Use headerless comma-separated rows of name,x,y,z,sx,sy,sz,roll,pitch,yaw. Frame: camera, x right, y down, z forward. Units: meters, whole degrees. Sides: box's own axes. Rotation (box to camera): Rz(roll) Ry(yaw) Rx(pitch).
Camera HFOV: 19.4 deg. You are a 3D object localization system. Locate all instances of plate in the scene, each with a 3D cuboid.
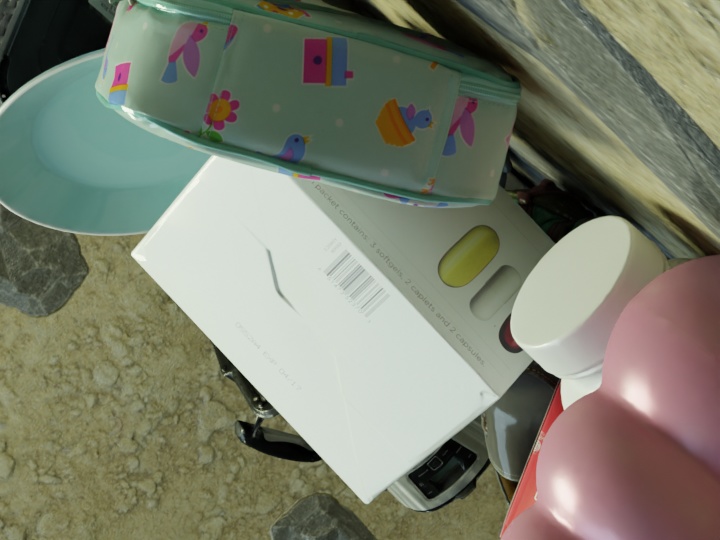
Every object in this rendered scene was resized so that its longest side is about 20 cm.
plate,-0.130,-0.084,1.258,0.200,0.200,0.026,40,-148,-56

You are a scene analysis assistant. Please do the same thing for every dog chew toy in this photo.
dog chew toy,0.136,0.091,0.932,0.124,0.200,0.125,40,179,0

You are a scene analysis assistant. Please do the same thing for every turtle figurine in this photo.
turtle figurine,0.104,-0.005,1.273,0.149,0.101,0.200,22,174,-33

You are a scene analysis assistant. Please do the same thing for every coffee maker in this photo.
coffee maker,-0.004,0.058,1.526,0.200,0.134,0.193,40,-146,-44

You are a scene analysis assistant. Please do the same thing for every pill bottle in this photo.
pill bottle,0.174,0.064,1.072,0.200,0.112,0.112,41,180,-23

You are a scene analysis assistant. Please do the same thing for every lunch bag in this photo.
lunch bag,-0.031,-0.093,1.025,0.199,0.077,0.160,14,-170,-14

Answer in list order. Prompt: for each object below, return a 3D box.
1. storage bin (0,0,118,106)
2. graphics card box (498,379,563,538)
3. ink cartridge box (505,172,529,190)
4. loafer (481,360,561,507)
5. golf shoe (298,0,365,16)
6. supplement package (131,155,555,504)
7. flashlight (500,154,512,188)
storage bin,-0.191,-0.177,1.315,0.094,0.201,0.135,13,165,31
graphics card box,0.194,0.131,1.293,0.199,0.126,0.051,14,-169,-33
ink cartridge box,0.098,-0.054,1.488,0.200,0.037,0.095,43,-179,9
loafer,0.111,0.100,1.325,0.073,0.072,0.200,11,157,21
golf shoe,-0.039,-0.151,1.308,0.088,0.077,0.200,48,170,-14
supplement package,0.000,0.000,1.182,0.200,0.111,0.156,46,139,0
flashlight,0.023,-0.097,1.419,0.068,0.068,0.200,20,-167,-40
